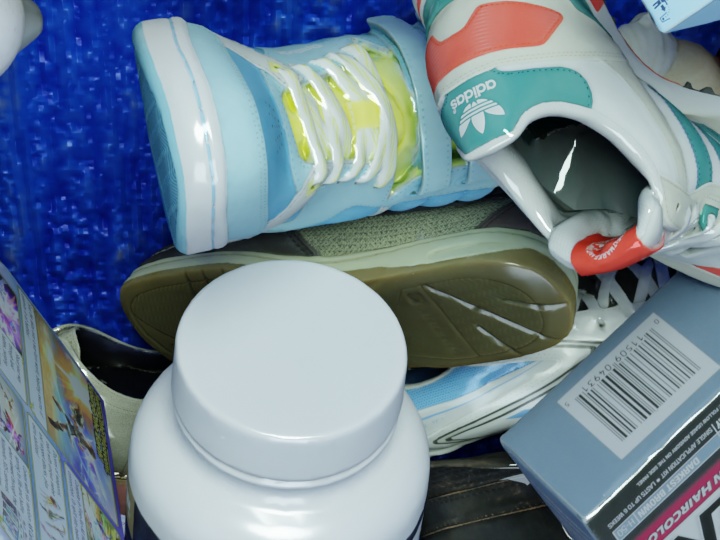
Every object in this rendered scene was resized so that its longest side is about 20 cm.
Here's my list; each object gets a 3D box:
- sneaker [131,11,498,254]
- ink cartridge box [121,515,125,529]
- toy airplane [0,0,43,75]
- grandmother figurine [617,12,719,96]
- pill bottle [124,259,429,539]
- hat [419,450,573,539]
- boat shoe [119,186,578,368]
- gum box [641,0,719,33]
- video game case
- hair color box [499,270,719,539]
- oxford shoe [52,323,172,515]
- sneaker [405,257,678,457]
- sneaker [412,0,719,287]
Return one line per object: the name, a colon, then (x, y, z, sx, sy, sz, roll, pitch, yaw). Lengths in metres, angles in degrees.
sneaker: (-0.005, -0.054, 0.891, 0.130, 0.080, 0.200, -11, -177, 1)
ink cartridge box: (-0.144, 0.138, 1.204, 0.119, 0.042, 0.201, 2, 140, -6)
toy airplane: (-0.108, -0.114, 0.796, 0.198, 0.142, 0.200, -9, 154, 18)
grandmother figurine: (0.172, -0.073, 0.938, 0.199, 0.061, 0.122, -8, 125, 4)
pill bottle: (-0.033, 0.092, 0.991, 0.110, 0.111, 0.201, 2, 138, -6)
hat: (0.081, 0.115, 1.101, 0.199, 0.081, 0.201, -7, 174, -1)
boat shoe: (0.000, -0.001, 1.012, 0.200, 0.066, 0.072, -6, 133, 36)
gum box: (0.187, -0.146, 0.774, 0.200, 0.045, 0.170, -33, 172, 32)
video game case: (-0.144, 0.048, 0.924, 0.045, 0.200, 0.182, -29, 122, 7)
hair color box: (0.143, 0.099, 1.012, 0.099, 0.061, 0.200, -42, 134, -5)
oxford shoe: (-0.141, 0.050, 1.084, 0.199, 0.071, 0.074, 4, 120, -13)
sneaker: (0.082, 0.023, 1.048, 0.199, 0.072, 0.073, -15, 131, 10)
sneaker: (0.089, -0.025, 0.879, 0.070, 0.094, 0.200, -27, 135, 29)
